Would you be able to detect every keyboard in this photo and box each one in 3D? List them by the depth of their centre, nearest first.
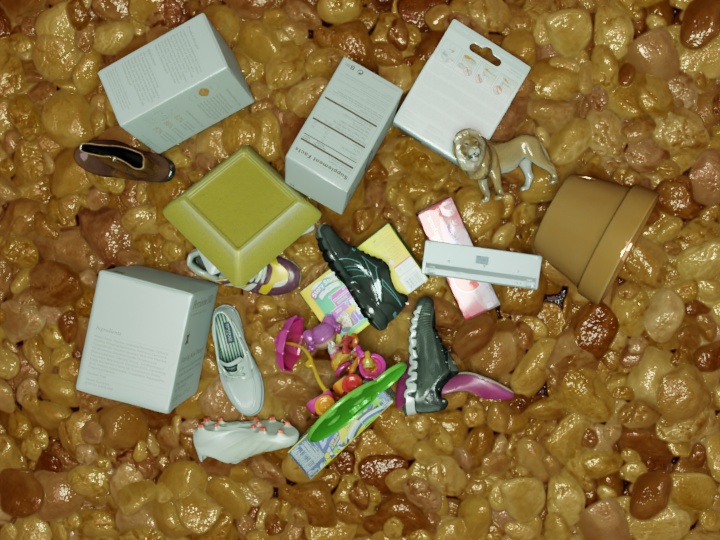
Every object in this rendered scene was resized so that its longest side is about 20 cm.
[{"bbox_3d":[0.202,-0.009,1.318,0.196,0.011,0.057,8,87,-1],"label":"keyboard"}]

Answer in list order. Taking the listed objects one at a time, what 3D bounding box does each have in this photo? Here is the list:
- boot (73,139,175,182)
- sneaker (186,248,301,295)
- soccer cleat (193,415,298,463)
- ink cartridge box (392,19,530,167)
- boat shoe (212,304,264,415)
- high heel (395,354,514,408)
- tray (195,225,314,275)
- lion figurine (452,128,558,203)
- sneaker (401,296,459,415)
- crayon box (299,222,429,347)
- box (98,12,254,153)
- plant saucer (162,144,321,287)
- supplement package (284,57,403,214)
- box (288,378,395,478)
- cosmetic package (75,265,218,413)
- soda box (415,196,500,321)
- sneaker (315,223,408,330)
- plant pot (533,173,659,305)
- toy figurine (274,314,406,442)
[{"bbox_3d":[-0.419,-0.182,1.314,0.185,0.200,0.070,18,94,2],"label":"boot"},{"bbox_3d":[-0.202,0.003,1.365,0.196,0.090,0.076,8,95,5],"label":"sneaker"},{"bbox_3d":[-0.200,0.302,1.397,0.196,0.069,0.079,-1,102,14],"label":"soccer cleat"},{"bbox_3d":[0.170,-0.295,1.348,0.159,0.047,0.202,31,92,1],"label":"ink cartridge box"},{"bbox_3d":[-0.225,0.163,1.389,0.072,0.067,0.203,-19,92,5],"label":"boat shoe"},{"bbox_3d":[0.159,0.216,1.361,0.197,0.067,0.098,16,85,8],"label":"high heel"},{"bbox_3d":[-0.186,-0.078,1.343,0.198,0.022,0.108,-25,69,-16],"label":"tray"},{"bbox_3d":[0.242,-0.187,1.315,0.197,0.072,0.125,-17,96,-27],"label":"lion figurine"},{"bbox_3d":[0.123,0.145,1.330,0.089,0.067,0.204,3,74,14],"label":"sneaker"},{"bbox_3d":[0.007,0.025,1.369,0.199,0.058,0.119,-37,90,5],"label":"crayon box"},{"bbox_3d":[-0.300,-0.305,1.315,0.198,0.152,0.108,-27,78,4],"label":"box"},{"bbox_3d":[-0.197,-0.106,1.317,0.200,0.049,0.200,42,69,15],"label":"plant saucer"},{"bbox_3d":[-0.029,-0.218,1.299,0.116,0.117,0.202,29,75,1],"label":"supplement package"},{"bbox_3d":[-0.032,0.265,1.380,0.200,0.070,0.064,-43,89,5],"label":"box"},{"bbox_3d":[-0.357,0.110,1.344,0.163,0.167,0.204,13,95,4],"label":"cosmetic package"},{"bbox_3d":[0.166,-0.021,1.354,0.069,0.063,0.203,-25,92,5],"label":"soda box"},{"bbox_3d":[0.000,0.000,1.312,0.079,0.075,0.201,-37,96,-9],"label":"sneaker"},{"bbox_3d":[0.372,-0.065,1.282,0.139,0.200,0.202,29,95,17],"label":"plant pot"},{"bbox_3d":[-0.054,0.145,1.300,0.199,0.151,0.185,-35,70,-9],"label":"toy figurine"}]
